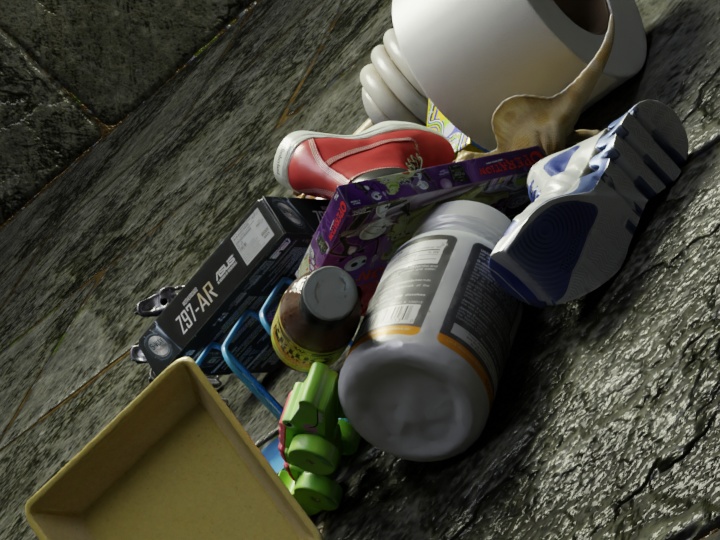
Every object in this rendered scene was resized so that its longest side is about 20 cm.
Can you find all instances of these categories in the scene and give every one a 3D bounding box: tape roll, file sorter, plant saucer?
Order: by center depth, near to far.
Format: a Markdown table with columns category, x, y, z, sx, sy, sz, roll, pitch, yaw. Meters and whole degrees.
| category | x | y | z | sx | sy | sz | roll | pitch | yaw |
| --- | --- | --- | --- | --- | --- | --- | --- | --- | --- |
| plant saucer | -0.145 | 0.207 | 1.504 | 0.200 | 0.200 | 0.048 | -43 | -20 | 12 |
| file sorter | -0.099 | 0.121 | 1.601 | 0.200 | 0.123 | 0.139 | -41 | 7 | 18 |
| tape roll | 0.145 | -0.225 | 1.704 | 0.139 | 0.203 | 0.203 | -34 | 20 | 35 |

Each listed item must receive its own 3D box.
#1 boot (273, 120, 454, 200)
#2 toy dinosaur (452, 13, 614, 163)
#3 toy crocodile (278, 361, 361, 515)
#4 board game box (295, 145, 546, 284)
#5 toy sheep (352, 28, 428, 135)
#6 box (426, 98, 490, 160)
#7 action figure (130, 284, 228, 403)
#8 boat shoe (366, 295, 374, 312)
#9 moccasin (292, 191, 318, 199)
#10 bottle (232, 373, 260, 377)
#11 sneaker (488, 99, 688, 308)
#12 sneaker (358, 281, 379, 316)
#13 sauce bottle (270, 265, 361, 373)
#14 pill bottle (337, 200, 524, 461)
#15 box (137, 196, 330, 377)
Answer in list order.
| category | x | y | z | sx | sy | sz | roll | pitch | yaw |
| --- | --- | --- | --- | --- | --- | --- | --- | --- | --- |
| boot | 0.041 | -0.077 | 1.634 | 0.144 | 0.199 | 0.073 | 26 | 113 | 40 |
| toy dinosaur | 0.163 | -0.115 | 1.570 | 0.200 | 0.101 | 0.058 | -39 | 17 | 25 |
| toy crocodile | -0.038 | 0.132 | 1.447 | 0.200 | 0.061 | 0.068 | 89 | -162 | -61 |
| board game box | 0.052 | -0.041 | 1.533 | 0.199 | 0.032 | 0.120 | -13 | -26 | -29 |
| toy sheep | 0.068 | -0.198 | 1.951 | 0.200 | 0.138 | 0.138 | -43 | 16 | 10 |
| box | 0.110 | -0.170 | 1.809 | 0.070 | 0.064 | 0.201 | -33 | 39 | 40 |
| action figure | -0.177 | 0.100 | 1.937 | 0.200 | 0.101 | 0.120 | 77 | -166 | -63 |
| boat shoe | 0.041 | 0.041 | 1.572 | 0.074 | 0.066 | 0.200 | -38 | 18 | 27 |
| moccasin | -0.048 | -0.066 | 1.860 | 0.201 | 0.078 | 0.074 | -41 | -20 | -1 |
| bottle | -0.068 | 0.025 | 1.898 | 0.200 | 0.065 | 0.083 | -51 | 16 | -17 |
| sneaker | 0.166 | -0.043 | 1.453 | 0.199 | 0.081 | 0.115 | -47 | 10 | -27 |
| sneaker | 0.000 | 0.000 | 1.770 | 0.087 | 0.074 | 0.200 | -51 | 16 | -8 |
| sauce bottle | -0.033 | 0.035 | 1.414 | 0.065 | 0.065 | 0.200 | -50 | -4 | -12 |
| pill bottle | 0.062 | 0.041 | 1.425 | 0.116 | 0.116 | 0.200 | -34 | 19 | 37 |
| box | -0.083 | 0.017 | 1.670 | 0.160 | 0.044 | 0.200 | -1 | -40 | -51 |
